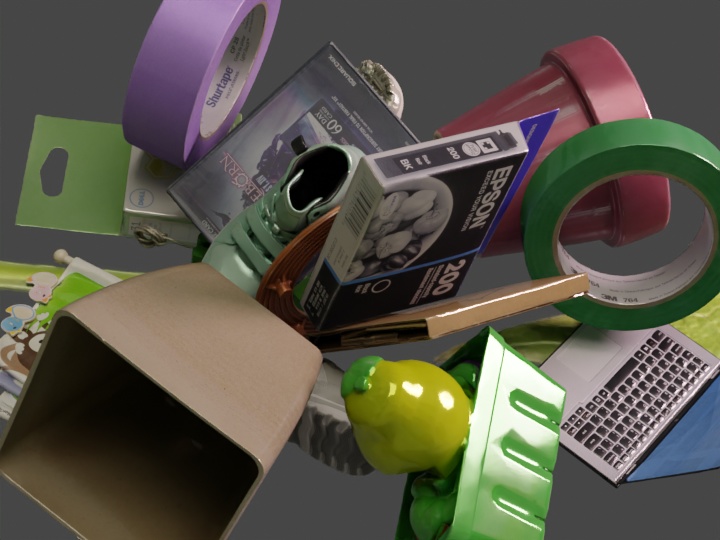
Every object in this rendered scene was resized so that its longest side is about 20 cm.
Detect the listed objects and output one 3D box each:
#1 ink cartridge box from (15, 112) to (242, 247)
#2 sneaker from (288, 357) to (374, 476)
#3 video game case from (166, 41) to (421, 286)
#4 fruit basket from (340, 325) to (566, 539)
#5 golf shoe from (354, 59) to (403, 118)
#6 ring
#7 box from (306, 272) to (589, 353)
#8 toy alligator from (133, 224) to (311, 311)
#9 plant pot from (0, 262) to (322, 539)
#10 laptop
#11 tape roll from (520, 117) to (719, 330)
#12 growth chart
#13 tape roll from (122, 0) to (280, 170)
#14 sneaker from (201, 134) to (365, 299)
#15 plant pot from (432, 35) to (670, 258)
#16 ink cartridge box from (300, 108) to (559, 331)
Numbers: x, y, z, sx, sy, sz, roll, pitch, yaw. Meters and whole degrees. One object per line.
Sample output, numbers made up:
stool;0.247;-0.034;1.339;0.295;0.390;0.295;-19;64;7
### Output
ink cartridge box;-0.217;-0.097;1.708;0.199;0.048;0.146;8;51;-7
sneaker;-0.057;0.107;1.570;0.199;0.075;0.082;32;33;12
video game case;-0.054;-0.084;1.598;0.200;0.019;0.143;-41;83;3
fruit basket;0.058;0.144;1.476;0.214;0.156;0.217;10;61;-20
golf shoe;0.015;-0.143;1.705;0.097;0.200;0.079;28;84;-18
ring;0.000;0.000;1.568;0.200;0.201;0.019;-20;58;-24
box;0.076;0.038;1.562;0.199;0.163;0.021;-14;93;-40
toy alligator;-0.108;-0.012;1.650;0.199;0.059;0.054;24;51;9
plant pot;-0.146;0.111;1.456;0.200;0.200;0.177;36;39;7
laptop;0.270;0.091;1.600;0.200;0.116;0.187;36;53;18
tape roll;0.244;-0.039;1.613;0.199;0.201;0.048;7;34;-5
growth chart;-0.255;0.071;1.583;0.144;0.018;0.201;19;50;6
tape roll;-0.142;-0.194;1.640;0.065;0.201;0.201;24;51;7
sneaker;-0.078;-0.038;1.529;0.200;0.118;0.074;-45;82;3
plant pot;0.173;-0.100;1.703;0.178;0.200;0.201;-20;56;-6
ink cartridge box;0.064;-0.040;1.502;0.199;0.199;0.044;-16;60;-29
